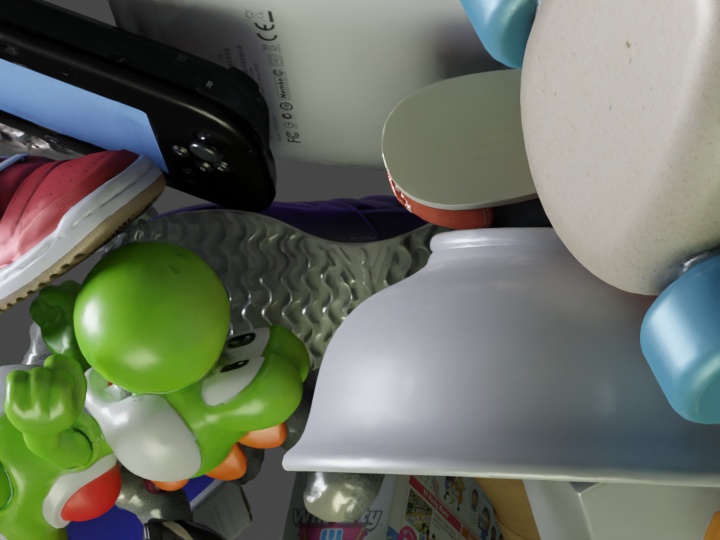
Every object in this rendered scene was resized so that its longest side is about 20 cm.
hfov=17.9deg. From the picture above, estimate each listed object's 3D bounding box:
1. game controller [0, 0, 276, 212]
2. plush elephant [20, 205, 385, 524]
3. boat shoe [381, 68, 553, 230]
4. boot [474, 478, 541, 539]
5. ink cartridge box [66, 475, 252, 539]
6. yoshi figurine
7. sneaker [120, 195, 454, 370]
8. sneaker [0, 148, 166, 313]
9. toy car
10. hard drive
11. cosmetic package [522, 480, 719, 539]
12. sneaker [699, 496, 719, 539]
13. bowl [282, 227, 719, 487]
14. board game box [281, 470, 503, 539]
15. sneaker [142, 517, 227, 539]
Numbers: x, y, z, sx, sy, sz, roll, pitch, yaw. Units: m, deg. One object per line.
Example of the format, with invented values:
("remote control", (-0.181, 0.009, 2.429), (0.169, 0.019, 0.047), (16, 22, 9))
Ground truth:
("game controller", (-0.126, -0.075, 0.902), (0.200, 0.042, 0.104), (21, 154, 11))
("plush elephant", (-0.095, 0.066, 1.052), (0.200, 0.165, 0.155), (39, 108, -12))
("boat shoe", (0.108, -0.045, 0.833), (0.200, 0.071, 0.063), (-4, 166, 10))
("boot", (0.129, 0.093, 1.128), (0.175, 0.066, 0.200), (-11, 140, 11))
("ink cartridge box", (-0.189, 0.147, 1.145), (0.198, 0.200, 0.047), (18, 140, 43))
("yoshi figurine", (-0.123, 0.043, 0.912), (0.200, 0.112, 0.112), (-17, 155, 16))
("sneaker", (0.000, 0.001, 0.976), (0.200, 0.070, 0.100), (0, -170, 9))
("sneaker", (-0.170, -0.035, 0.925), (0.200, 0.071, 0.113), (-25, 97, 41))
("toy car", (0.164, -0.079, 0.739), (0.200, 0.184, 0.177), (-13, 149, -20))
("hard drive", (0.008, -0.082, 0.896), (0.200, 0.027, 0.132), (6, 151, 10))
("cosmetic package", (0.131, 0.123, 1.040), (0.081, 0.113, 0.200), (-26, 125, -6))
("sneaker", (0.196, 0.074, 0.934), (0.077, 0.200, 0.078), (5, 170, 44))
("bowl", (0.073, 0.033, 0.839), (0.201, 0.090, 0.201), (2, 176, 0))
("board game box", (0.018, 0.172, 1.168), (0.064, 0.200, 0.148), (-5, 147, 28))
("sneaker", (-0.049, 0.143, 1.006), (0.088, 0.076, 0.200), (-12, 167, -12))
